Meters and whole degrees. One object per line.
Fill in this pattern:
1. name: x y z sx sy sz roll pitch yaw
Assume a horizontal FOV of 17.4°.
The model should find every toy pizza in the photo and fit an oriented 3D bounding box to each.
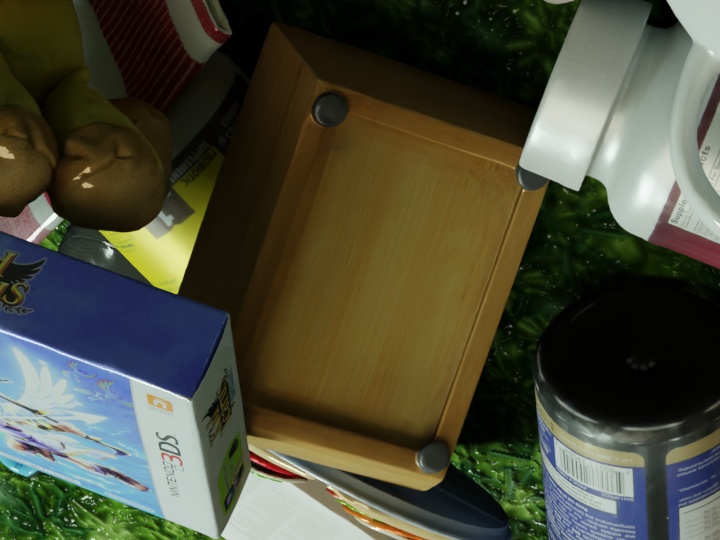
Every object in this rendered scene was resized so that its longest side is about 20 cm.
1. toy pizza: -0.011 0.105 1.271 0.199 0.200 0.032 27 96 -2

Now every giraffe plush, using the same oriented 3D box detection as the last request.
1. giraffe plush: -0.158 -0.118 1.065 0.172 0.200 0.163 8 99 -19

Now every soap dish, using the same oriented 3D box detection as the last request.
1. soap dish: 0.000 0.000 1.135 0.157 0.081 0.201 17 97 -20

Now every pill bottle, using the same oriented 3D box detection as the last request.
1. pill bottle: -0.048 -0.010 1.219 0.109 0.110 0.200 -26 117 40
2. pill bottle: 0.180 -0.052 1.072 0.199 0.110 0.110 22 137 4
3. pill bottle: 0.151 0.114 1.244 0.111 0.112 0.201 8 134 18

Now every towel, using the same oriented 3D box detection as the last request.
1. towel: -0.148 -0.114 1.155 0.200 0.023 0.145 -42 64 38

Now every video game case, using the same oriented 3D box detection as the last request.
1. video game case: -0.150 0.040 1.045 0.199 0.046 0.182 19 156 9

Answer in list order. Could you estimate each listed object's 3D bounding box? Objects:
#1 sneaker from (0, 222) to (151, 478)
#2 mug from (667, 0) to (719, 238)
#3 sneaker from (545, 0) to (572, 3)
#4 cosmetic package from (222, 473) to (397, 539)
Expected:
1. sneaker: -0.157 0.043 1.340 0.073 0.082 0.200 26 136 2
2. mug: 0.207 -0.094 0.966 0.175 0.201 0.148 29 -178 10
3. sneaker: 0.080 -0.158 0.987 0.079 0.072 0.200 15 170 -15
4. cosmetic package: -0.029 0.142 1.398 0.200 0.051 0.083 36 134 -10
